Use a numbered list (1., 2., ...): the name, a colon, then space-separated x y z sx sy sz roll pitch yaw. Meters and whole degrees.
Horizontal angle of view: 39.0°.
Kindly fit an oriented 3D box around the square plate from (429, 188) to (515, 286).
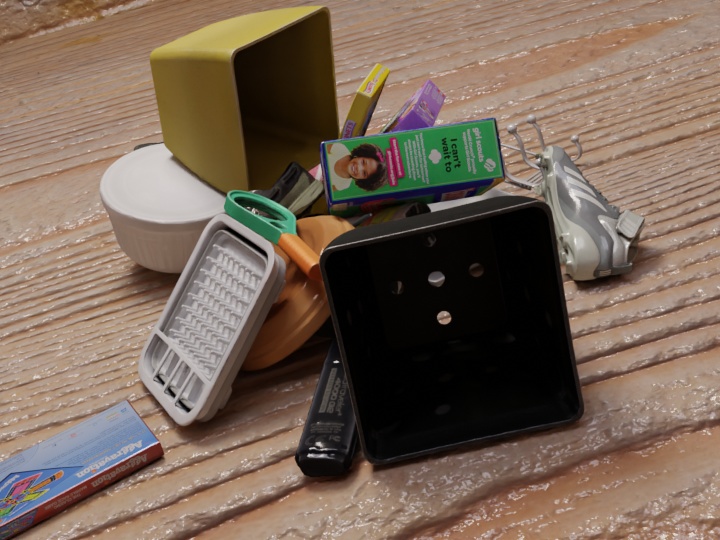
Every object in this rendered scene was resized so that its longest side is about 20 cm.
1. square plate: 0.106 -0.047 1.237 0.197 0.029 0.199 -29 31 -25

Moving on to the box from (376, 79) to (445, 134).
1. box: 0.050 -0.184 1.399 0.137 0.039 0.200 -44 8 22

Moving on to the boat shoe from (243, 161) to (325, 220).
1. boat shoe: -0.119 -0.066 1.228 0.201 0.066 0.072 -45 1 -42

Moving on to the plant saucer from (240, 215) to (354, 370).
1. plant saucer: -0.085 0.016 1.101 0.199 0.037 0.201 -35 29 23

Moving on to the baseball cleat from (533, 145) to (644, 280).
1. baseball cleat: 0.259 -0.065 1.145 0.105 0.070 0.202 -3 50 -1

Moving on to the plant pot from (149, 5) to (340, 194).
1. plant pot: -0.157 -0.228 1.322 0.175 0.202 0.200 16 36 31

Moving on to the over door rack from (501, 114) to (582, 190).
1. over door rack: 0.175 -0.161 1.340 0.198 0.068 0.147 9 23 30

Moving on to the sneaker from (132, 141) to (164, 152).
1. sneaker: -0.313 -0.150 1.577 0.113 0.077 0.200 -8 25 15

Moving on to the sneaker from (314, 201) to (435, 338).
1. sneaker: 0.000 0.000 1.137 0.090 0.079 0.200 9 45 45

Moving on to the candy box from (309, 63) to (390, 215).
1. candy box: -0.015 -0.168 1.355 0.026 0.201 0.102 26 35 4

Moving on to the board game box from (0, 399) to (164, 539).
1. board game box: -0.297 0.196 0.981 0.198 0.020 0.103 -26 28 -22

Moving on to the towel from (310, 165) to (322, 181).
1. towel: -0.143 -0.118 1.490 0.197 0.030 0.147 -8 26 10

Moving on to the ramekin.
1. ramekin: -0.237 -0.080 1.343 0.199 0.095 0.204 2 37 -1

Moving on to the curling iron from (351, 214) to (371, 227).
1. curling iron: 0.014 -0.075 1.326 0.200 0.050 0.026 -40 -5 -34

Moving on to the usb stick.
1. usb stick: -0.019 0.123 0.976 0.055 0.033 0.201 0 30 10

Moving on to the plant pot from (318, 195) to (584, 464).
1. plant pot: 0.079 0.032 0.943 0.197 0.202 0.178 -12 17 3

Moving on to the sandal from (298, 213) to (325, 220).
1. sandal: -0.059 -0.004 1.213 0.074 0.046 0.201 -13 28 11

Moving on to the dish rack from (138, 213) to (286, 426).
1. dish rack: -0.150 0.052 1.058 0.171 0.043 0.202 30 94 56

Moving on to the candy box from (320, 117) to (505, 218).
1. candy box: 0.055 -0.115 1.182 0.197 0.078 0.169 -10 -2 -2

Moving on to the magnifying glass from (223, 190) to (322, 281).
1. magnifying glass: -0.084 -0.040 1.068 0.079 0.023 0.200 11 20 -34
